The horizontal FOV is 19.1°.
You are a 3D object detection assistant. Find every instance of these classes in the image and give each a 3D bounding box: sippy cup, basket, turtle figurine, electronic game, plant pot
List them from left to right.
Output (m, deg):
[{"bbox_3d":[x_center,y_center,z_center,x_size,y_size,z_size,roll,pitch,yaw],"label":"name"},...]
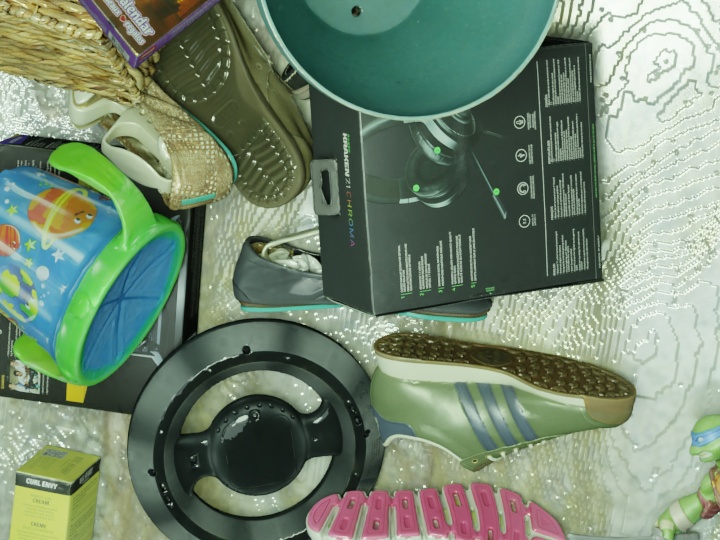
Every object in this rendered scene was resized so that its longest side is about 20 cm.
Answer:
[{"bbox_3d":[-0.232,-0.226,1.515,0.199,0.143,0.150,15,75,16],"label":"basket"},{"bbox_3d":[-0.217,-0.006,1.549,0.130,0.140,0.179,30,97,14],"label":"sippy cup"},{"bbox_3d":[-0.079,0.132,1.629,0.198,0.042,0.202,-3,108,-10],"label":"electronic game"},{"bbox_3d":[0.016,-0.200,1.382,0.198,0.135,0.202,-2,96,-14],"label":"plant pot"},{"bbox_3d":[0.268,0.218,1.562,0.194,0.200,0.144,51,139,-8],"label":"turtle figurine"}]

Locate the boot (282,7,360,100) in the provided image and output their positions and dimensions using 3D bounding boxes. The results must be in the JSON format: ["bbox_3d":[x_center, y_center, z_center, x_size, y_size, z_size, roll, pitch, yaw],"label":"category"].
[{"bbox_3d":[-0.038,-0.225,1.517,0.150,0.073,0.200,34,134,-11],"label":"boot"}]

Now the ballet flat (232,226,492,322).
[{"bbox_3d":[0.000,0.000,1.596,0.198,0.073,0.074,3,102,11],"label":"ballet flat"}]

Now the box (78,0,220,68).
[{"bbox_3d":[-0.160,-0.256,1.428,0.137,0.039,0.200,-40,90,-13],"label":"box"}]

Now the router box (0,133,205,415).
[{"bbox_3d":[-0.203,0.005,1.637,0.156,0.052,0.202,8,103,8],"label":"router box"}]

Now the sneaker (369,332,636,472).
[{"bbox_3d":[0.103,0.109,1.608,0.198,0.067,0.091,10,112,7],"label":"sneaker"}]

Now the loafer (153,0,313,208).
[{"bbox_3d":[-0.096,-0.134,1.587,0.076,0.067,0.201,-31,80,21],"label":"loafer"}]

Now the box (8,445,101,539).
[{"bbox_3d":[-0.248,0.246,1.686,0.050,0.075,0.202,10,104,9],"label":"box"}]

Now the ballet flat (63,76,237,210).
[{"bbox_3d":[-0.173,-0.116,1.564,0.200,0.065,0.071,41,143,26],"label":"ballet flat"}]

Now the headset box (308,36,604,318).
[{"bbox_3d":[0.062,-0.069,1.510,0.199,0.093,0.176,-10,102,-23],"label":"headset box"}]

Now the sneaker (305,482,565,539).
[{"bbox_3d":[0.056,0.218,1.632,0.198,0.074,0.088,1,127,-5],"label":"sneaker"}]
